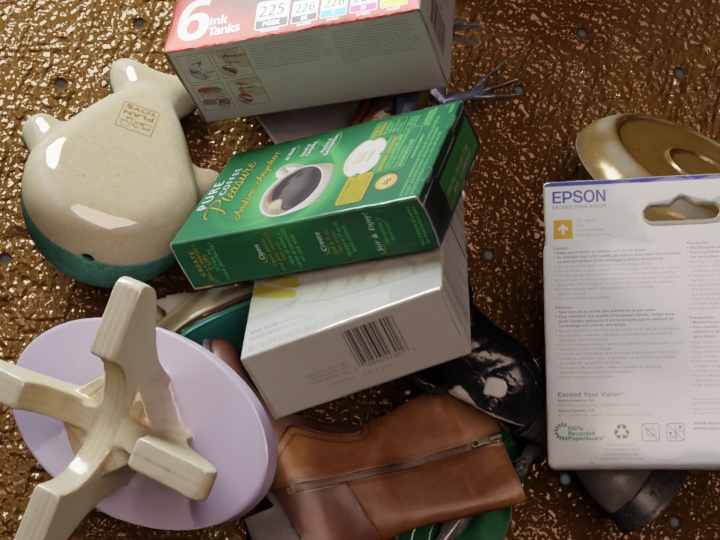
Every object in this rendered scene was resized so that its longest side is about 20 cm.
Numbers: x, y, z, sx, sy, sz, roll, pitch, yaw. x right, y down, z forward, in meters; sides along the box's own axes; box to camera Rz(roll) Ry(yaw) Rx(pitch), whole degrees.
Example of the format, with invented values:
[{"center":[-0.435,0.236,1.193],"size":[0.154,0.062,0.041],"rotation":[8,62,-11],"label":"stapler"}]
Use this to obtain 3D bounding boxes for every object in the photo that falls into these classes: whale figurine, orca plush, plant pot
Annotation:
[{"center":[-0.180,-0.072,0.989],"size":[0.157,0.104,0.201],"rotation":[17,46,-7],"label":"whale figurine"},{"center":[0.066,0.022,0.947],"size":[0.104,0.072,0.201],"rotation":[-4,41,-32],"label":"orca plush"},{"center":[0.263,-0.069,1.022],"size":[0.198,0.028,0.201],"rotation":[20,29,-11],"label":"plant pot"}]

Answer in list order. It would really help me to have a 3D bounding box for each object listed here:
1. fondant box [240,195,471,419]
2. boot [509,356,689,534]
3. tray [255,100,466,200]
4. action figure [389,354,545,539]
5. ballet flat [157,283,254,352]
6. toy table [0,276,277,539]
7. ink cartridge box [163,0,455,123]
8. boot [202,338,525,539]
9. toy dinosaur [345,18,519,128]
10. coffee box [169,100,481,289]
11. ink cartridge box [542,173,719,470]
[{"center":[0.000,0.000,0.912],"size":[0.143,0.201,0.059],"rotation":[-20,120,15],"label":"fondant box"},{"center":[0.209,0.086,0.987],"size":[0.132,0.070,0.200],"rotation":[45,54,1],"label":"boot"},{"center":[-0.014,-0.107,1.055],"size":[0.107,0.022,0.201],"rotation":[-34,81,-17],"label":"tray"},{"center":[0.094,0.133,0.984],"size":[0.118,0.055,0.200],"rotation":[38,66,7],"label":"action figure"},{"center":[-0.150,0.056,0.961],"size":[0.199,0.070,0.070],"rotation":[-35,81,-17],"label":"ballet flat"},{"center":[-0.161,0.099,0.842],"size":[0.198,0.117,0.186],"rotation":[10,85,16],"label":"toy table"},{"center":[-0.032,-0.216,0.993],"size":[0.198,0.084,0.177],"rotation":[-7,54,18],"label":"ink cartridge box"},{"center":[-0.003,0.107,0.923],"size":[0.198,0.069,0.190],"rotation":[-19,64,-13],"label":"boot"},{"center":[0.035,-0.163,1.028],"size":[0.197,0.106,0.183],"rotation":[-6,53,-4],"label":"toy dinosaur"},{"center":[-0.023,-0.051,0.908],"size":[0.198,0.044,0.123],"rotation":[-10,33,28],"label":"coffee box"},{"center":[0.226,0.037,0.906],"size":[0.194,0.043,0.203],"rotation":[-2,80,13],"label":"ink cartridge box"}]
